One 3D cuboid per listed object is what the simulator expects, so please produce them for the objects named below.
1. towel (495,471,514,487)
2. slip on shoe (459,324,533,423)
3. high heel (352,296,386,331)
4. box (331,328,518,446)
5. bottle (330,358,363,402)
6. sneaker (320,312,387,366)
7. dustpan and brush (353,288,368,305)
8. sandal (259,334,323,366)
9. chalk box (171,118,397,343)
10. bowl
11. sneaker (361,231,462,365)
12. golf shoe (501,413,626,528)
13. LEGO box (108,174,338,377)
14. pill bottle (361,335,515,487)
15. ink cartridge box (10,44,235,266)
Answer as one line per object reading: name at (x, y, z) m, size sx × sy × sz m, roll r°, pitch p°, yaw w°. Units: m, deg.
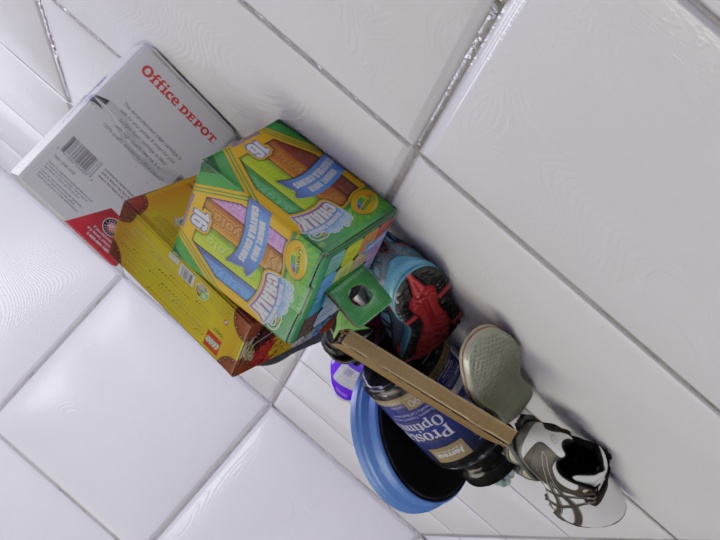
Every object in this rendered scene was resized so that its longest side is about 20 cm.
towel at (0.117, 0.211, 1.985) m, size 0.171 × 0.048 × 0.200 m, roll 28°, pitch 162°, yaw 45°
slip on shoe at (0.130, 0.103, 1.501) m, size 0.061 × 0.074 × 0.200 m, roll 39°, pitch 173°, yaw 26°
high heel at (0.000, 0.000, 1.596) m, size 0.200 × 0.067 × 0.096 m, roll 21°, pitch 126°, yaw 16°
box at (0.062, 0.121, 1.516) m, size 0.200 × 0.021 × 0.163 m, roll 31°, pitch 175°, yaw -3°
bottle at (0.003, 0.130, 1.919) m, size 0.083 × 0.065 × 0.200 m, roll 20°, pitch 159°, yaw -5°
sneaker at (-0.008, 0.069, 1.722) m, size 0.077 × 0.084 × 0.200 m, roll 37°, pitch -175°, yaw 15°
dustpan and brush at (-0.043, -0.044, 1.531) m, size 0.200 × 0.057 × 0.140 m, roll 45°, pitch 168°, yaw -15°
sandal at (-0.108, 0.078, 1.832) m, size 0.200 × 0.043 × 0.076 m, roll -17°, pitch 136°, yaw 43°
chalk box at (-0.057, -0.026, 1.383) m, size 0.200 × 0.125 × 0.124 m, roll 36°, pitch 130°, yaw 15°
bowl at (0.068, 0.193, 1.758) m, size 0.039 × 0.201 × 0.201 m, roll -18°, pitch 126°, yaw 38°
sneaker at (0.047, 0.022, 1.499) m, size 0.096 × 0.079 × 0.200 m, roll 49°, pitch 165°, yaw 27°
golf shoe at (0.243, 0.232, 1.584) m, size 0.200 × 0.078 × 0.094 m, roll 37°, pitch 159°, yaw -33°
LEGO box at (-0.134, -0.005, 1.481) m, size 0.200 × 0.149 × 0.077 m, roll 43°, pitch 132°, yaw 22°
pill bottle at (0.101, 0.161, 1.690) m, size 0.200 × 0.112 × 0.112 m, roll 47°, pitch 167°, yaw -26°
ink cartridge box at (-0.259, -0.128, 1.582) m, size 0.144 × 0.200 × 0.084 m, roll 45°, pitch 171°, yaw -19°
